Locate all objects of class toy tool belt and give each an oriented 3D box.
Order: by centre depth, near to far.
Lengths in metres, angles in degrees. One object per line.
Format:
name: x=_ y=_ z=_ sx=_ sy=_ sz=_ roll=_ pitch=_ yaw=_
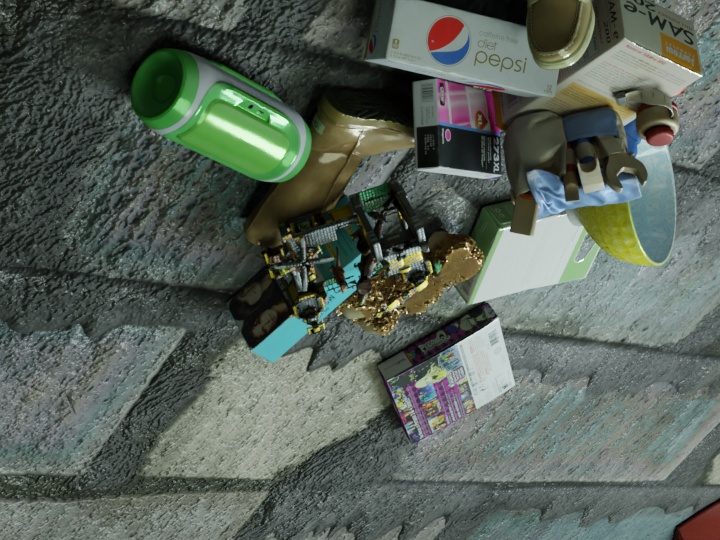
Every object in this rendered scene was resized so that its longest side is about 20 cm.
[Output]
toy tool belt: x=0.253 y=-0.106 z=1.634 sx=0.198 sy=0.124 sz=0.125 roll=-11 pitch=152 yaw=15

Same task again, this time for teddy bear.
teddy bear: x=0.059 y=0.010 z=1.904 sx=0.144 sy=0.067 sz=0.200 roll=20 pitch=127 yaw=-39

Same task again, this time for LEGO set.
LEGO set: x=0.000 y=0.000 z=1.656 sx=0.198 sy=0.116 sz=0.155 roll=-12 pitch=128 yaw=-11

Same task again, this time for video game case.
video game case: x=0.126 y=0.149 z=2.144 sx=0.180 sy=0.036 sz=0.200 roll=-30 pitch=146 yaw=-5

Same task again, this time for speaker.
speaker: x=-0.136 y=-0.152 z=1.510 sx=0.088 sy=0.089 sz=0.199 roll=-44 pitch=145 yaw=17

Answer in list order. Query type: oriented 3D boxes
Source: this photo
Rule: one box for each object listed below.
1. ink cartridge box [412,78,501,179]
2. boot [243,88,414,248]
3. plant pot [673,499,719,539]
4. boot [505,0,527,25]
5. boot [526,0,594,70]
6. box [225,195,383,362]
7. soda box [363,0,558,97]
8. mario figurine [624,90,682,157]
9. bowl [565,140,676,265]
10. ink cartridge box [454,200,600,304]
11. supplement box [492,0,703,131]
ink cartridge box: x=0.118 y=-0.153 z=1.672 sx=0.037 sy=0.096 sz=0.200 roll=-3 pitch=178 yaw=28
boot: x=-0.019 y=-0.109 z=1.686 sx=0.174 sy=0.066 sz=0.201 roll=6 pitch=132 yaw=-33
plant pot: x=0.739 y=0.585 z=3.071 sx=0.175 sy=0.201 sz=0.201 roll=-12 pitch=143 yaw=-7
boot: x=0.261 y=-0.316 z=1.651 sx=0.200 sy=0.070 sz=0.131 roll=-42 pitch=152 yaw=23
boot: x=0.185 y=-0.316 z=1.493 sx=0.071 sy=0.202 sz=0.155 roll=-1 pitch=151 yaw=21
box: x=-0.061 y=0.011 z=1.777 sx=0.200 sy=0.083 sz=0.049 roll=-42 pitch=143 yaw=12
soda box: x=0.107 y=-0.230 z=1.561 sx=0.198 sy=0.064 sz=0.069 roll=9 pitch=92 yaw=-24
mario figurine: x=0.304 y=-0.203 z=1.769 sx=0.201 sy=0.123 sz=0.106 roll=-61 pitch=139 yaw=-26
bowl: x=0.315 y=-0.101 z=1.894 sx=0.107 sy=0.202 sz=0.200 roll=-5 pitch=157 yaw=28
ink cartridge box: x=0.231 y=-0.035 z=1.990 sx=0.199 sy=0.048 sz=0.146 roll=-13 pitch=142 yaw=-29
supplement box: x=0.254 y=-0.213 z=1.644 sx=0.125 sy=0.074 sz=0.200 roll=17 pitch=146 yaw=-35
